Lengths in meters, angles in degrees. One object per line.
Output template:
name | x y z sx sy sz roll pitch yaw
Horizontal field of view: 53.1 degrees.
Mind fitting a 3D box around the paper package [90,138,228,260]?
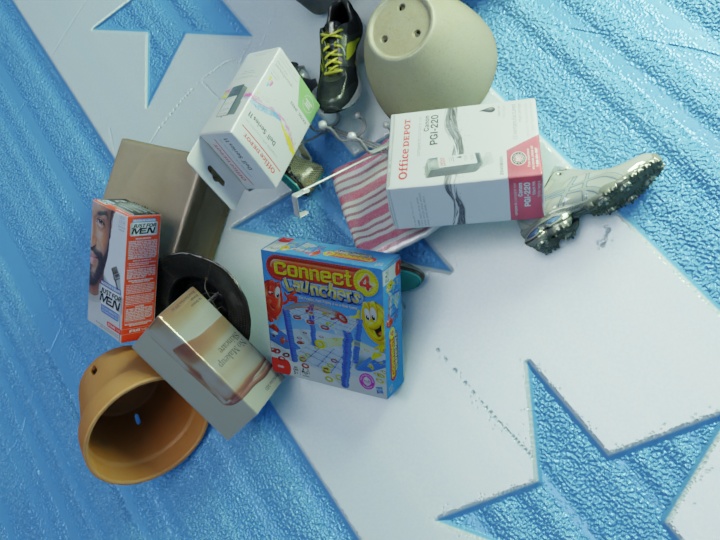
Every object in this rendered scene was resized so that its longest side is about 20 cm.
paper package | -0.334 -0.109 1.224 0.198 0.103 0.193 15 88 28

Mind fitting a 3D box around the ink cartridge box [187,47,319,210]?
ink cartridge box | -0.145 -0.195 1.007 0.067 0.117 0.202 4 59 36

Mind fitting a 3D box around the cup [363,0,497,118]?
cup | 0.082 -0.320 1.037 0.198 0.143 0.203 -5 78 25

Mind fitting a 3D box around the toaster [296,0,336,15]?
toaster | -0.052 -0.546 1.156 0.199 0.118 0.183 -28 71 19

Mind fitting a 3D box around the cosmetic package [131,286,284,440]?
cosmetic package | -0.223 0.137 1.071 0.200 0.104 0.087 45 121 -5

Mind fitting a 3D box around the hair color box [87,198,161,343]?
hair color box | -0.373 -0.002 1.131 0.110 0.064 0.203 21 109 40

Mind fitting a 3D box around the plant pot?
plant pot | -0.358 0.214 1.138 0.140 0.199 0.201 38 98 42

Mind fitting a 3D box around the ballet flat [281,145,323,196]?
ballet flat | -0.139 -0.194 1.173 0.199 0.068 0.075 34 74 21

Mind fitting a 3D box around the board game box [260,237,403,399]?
board game box | -0.039 0.065 1.024 0.198 0.056 0.198 9 115 27

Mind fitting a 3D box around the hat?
hat | -0.245 0.050 1.154 0.198 0.081 0.203 8 112 21

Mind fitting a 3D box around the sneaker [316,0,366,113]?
sneaker | -0.039 -0.328 1.100 0.074 0.085 0.202 -6 57 22

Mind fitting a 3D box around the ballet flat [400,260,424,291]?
ballet flat | 0.000 0.000 1.066 0.198 0.068 0.064 -9 49 22

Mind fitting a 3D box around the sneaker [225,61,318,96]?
sneaker | -0.134 -0.274 1.139 0.128 0.080 0.200 -8 34 14

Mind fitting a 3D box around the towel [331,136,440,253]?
towel | 0.036 -0.109 1.048 0.145 0.030 0.201 -31 50 15

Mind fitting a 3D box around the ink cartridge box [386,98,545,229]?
ink cartridge box | 0.137 -0.140 0.950 0.197 0.085 0.147 -5 52 14

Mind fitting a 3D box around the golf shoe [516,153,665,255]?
golf shoe | 0.289 -0.110 0.939 0.199 0.078 0.098 -31 63 17

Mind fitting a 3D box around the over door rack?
over door rack | -0.067 -0.177 1.064 0.200 0.067 0.147 -40 43 -20
